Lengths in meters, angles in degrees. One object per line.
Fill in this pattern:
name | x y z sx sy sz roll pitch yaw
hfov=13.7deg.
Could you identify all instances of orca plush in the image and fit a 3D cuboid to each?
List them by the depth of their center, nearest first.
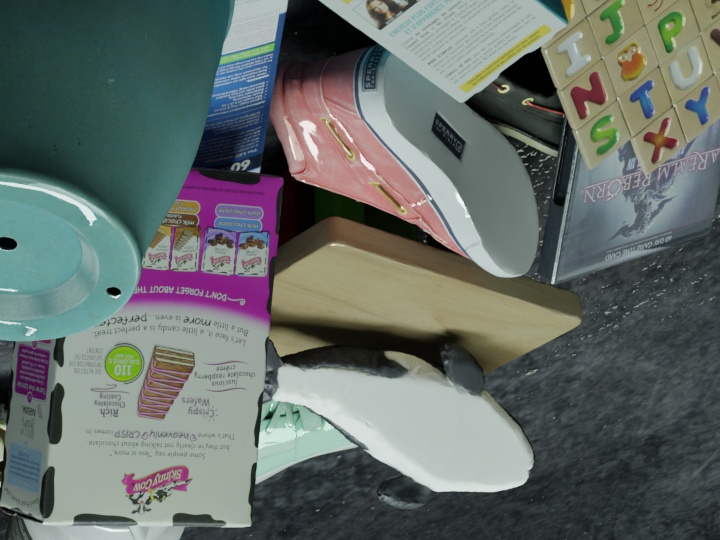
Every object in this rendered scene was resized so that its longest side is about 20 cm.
orca plush | 0.009 0.092 1.876 0.199 0.106 0.071 4 -175 -20

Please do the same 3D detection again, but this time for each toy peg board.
toy peg board | 0.000 0.000 1.891 0.199 0.098 0.199 18 148 -34

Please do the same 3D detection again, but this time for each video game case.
video game case | 0.178 -0.097 1.826 0.142 0.019 0.201 -16 125 -38

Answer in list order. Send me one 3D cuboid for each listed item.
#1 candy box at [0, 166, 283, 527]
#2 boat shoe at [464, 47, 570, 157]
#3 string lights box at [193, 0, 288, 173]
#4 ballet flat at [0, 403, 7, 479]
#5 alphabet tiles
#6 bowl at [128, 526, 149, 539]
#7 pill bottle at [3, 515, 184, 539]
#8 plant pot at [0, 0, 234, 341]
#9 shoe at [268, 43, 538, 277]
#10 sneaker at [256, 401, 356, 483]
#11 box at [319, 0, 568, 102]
candy box | -0.122 0.040 1.666 0.136 0.201 0.061 5 -178 -33
boat shoe | 0.110 -0.118 1.801 0.201 0.074 0.063 12 144 -39
string lights box | -0.104 -0.109 1.681 0.102 0.059 0.200 -12 149 -17
ballet flat | -0.296 0.132 1.901 0.199 0.076 0.064 -24 -164 -30
alphabet tiles | 0.179 -0.155 1.761 0.166 0.006 0.200 -37 133 -13
bowl | -0.139 0.055 1.790 0.090 0.202 0.201 -26 151 -7
pill bottle | -0.176 0.167 1.996 0.113 0.114 0.200 -12 157 -18
plant pot | -0.168 -0.075 1.496 0.199 0.189 0.201 2 143 2
shoe | 0.025 -0.063 1.755 0.091 0.072 0.200 -2 147 35
sneaker | -0.048 0.085 2.013 0.200 0.074 0.118 -31 156 18
box | 0.019 -0.174 1.625 0.082 0.049 0.200 -35 134 23
